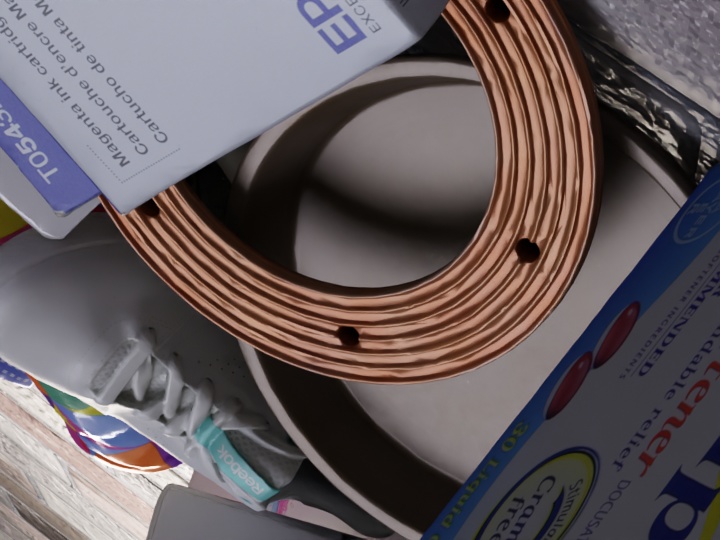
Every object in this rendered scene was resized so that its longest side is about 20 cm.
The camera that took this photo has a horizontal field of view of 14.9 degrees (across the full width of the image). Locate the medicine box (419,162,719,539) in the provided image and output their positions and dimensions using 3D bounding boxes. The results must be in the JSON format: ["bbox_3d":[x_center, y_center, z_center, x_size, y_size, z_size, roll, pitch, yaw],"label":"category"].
[{"bbox_3d":[0.125,0.065,0.747,0.103,0.182,0.200,44,165,-16],"label":"medicine box"}]

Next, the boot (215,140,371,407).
[{"bbox_3d":[0.000,0.000,0.999,0.075,0.097,0.200,-22,138,22],"label":"boot"}]

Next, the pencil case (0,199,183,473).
[{"bbox_3d":[-0.106,0.009,1.104,0.088,0.088,0.200,33,163,24],"label":"pencil case"}]

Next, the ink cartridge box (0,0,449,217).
[{"bbox_3d":[-0.102,-0.113,0.848,0.200,0.043,0.196,-29,110,39],"label":"ink cartridge box"}]

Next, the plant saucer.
[{"bbox_3d":[0.046,0.015,0.922,0.200,0.029,0.200,15,125,22],"label":"plant saucer"}]

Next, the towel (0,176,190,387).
[{"bbox_3d":[-0.165,-0.005,1.180,0.145,0.024,0.200,13,148,-28],"label":"towel"}]

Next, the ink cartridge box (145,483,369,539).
[{"bbox_3d":[0.021,0.156,1.084,0.200,0.084,0.146,15,173,20],"label":"ink cartridge box"}]

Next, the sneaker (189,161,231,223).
[{"bbox_3d":[-0.018,0.012,1.121,0.089,0.079,0.200,-6,148,11],"label":"sneaker"}]

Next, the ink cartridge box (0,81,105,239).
[{"bbox_3d":[-0.136,-0.121,0.947,0.200,0.115,0.068,44,-159,-14],"label":"ink cartridge box"}]

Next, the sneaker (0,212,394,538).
[{"bbox_3d":[-0.055,0.045,1.011,0.200,0.075,0.089,23,-146,-39],"label":"sneaker"}]

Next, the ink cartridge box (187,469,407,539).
[{"bbox_3d":[0.003,0.106,1.269,0.200,0.068,0.116,7,163,46],"label":"ink cartridge box"}]

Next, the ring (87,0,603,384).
[{"bbox_3d":[-0.012,-0.054,0.885,0.200,0.019,0.201,16,126,24],"label":"ring"}]
